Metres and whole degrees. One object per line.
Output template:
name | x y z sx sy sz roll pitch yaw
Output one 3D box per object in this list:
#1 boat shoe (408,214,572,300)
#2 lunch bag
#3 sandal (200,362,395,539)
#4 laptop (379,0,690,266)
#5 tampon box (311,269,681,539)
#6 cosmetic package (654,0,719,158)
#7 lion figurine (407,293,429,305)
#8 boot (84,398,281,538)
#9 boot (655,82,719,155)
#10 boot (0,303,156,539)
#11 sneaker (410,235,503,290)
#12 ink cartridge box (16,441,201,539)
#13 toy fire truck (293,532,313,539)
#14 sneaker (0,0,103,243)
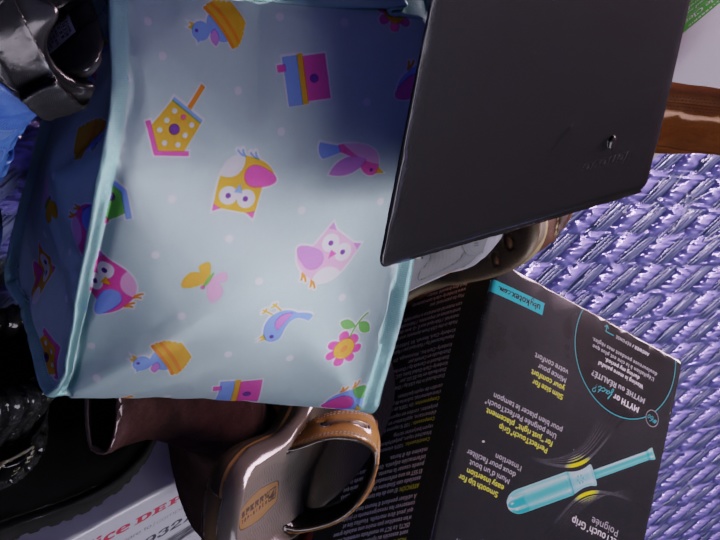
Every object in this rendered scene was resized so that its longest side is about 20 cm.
boat shoe | 0.028 -0.018 1.630 0.199 0.072 0.067 -10 -176 35
lunch bag | -0.058 -0.046 1.356 0.170 0.122 0.201 3 120 -21
sandal | -0.022 0.102 1.620 0.200 0.054 0.082 -36 129 -58
laptop | 0.054 -0.132 1.339 0.187 0.201 0.116 -16 161 -45
tampon box | 0.074 0.124 1.741 0.150 0.201 0.126 29 153 -28
cosmetic package | 0.154 -0.143 1.637 0.107 0.085 0.200 -39 159 4
lion figurine | 0.054 -0.032 1.745 0.122 0.073 0.200 -37 169 38
boot | -0.103 0.072 1.588 0.166 0.072 0.201 -30 124 -61
boot | 0.114 -0.085 1.546 0.199 0.069 0.188 3 172 -25
boot | -0.174 0.068 1.572 0.211 0.079 0.158 -31 154 -39
sneaker | 0.000 0.000 1.514 0.092 0.076 0.200 -48 -173 -28
ink cartridge box | -0.163 0.149 1.767 0.145 0.084 0.200 -28 159 -24
toy fire truck | -0.038 0.128 1.852 0.168 0.112 0.201 -29 -140 56
sneaker | -0.154 -0.069 1.290 0.111 0.077 0.200 -25 153 -3
